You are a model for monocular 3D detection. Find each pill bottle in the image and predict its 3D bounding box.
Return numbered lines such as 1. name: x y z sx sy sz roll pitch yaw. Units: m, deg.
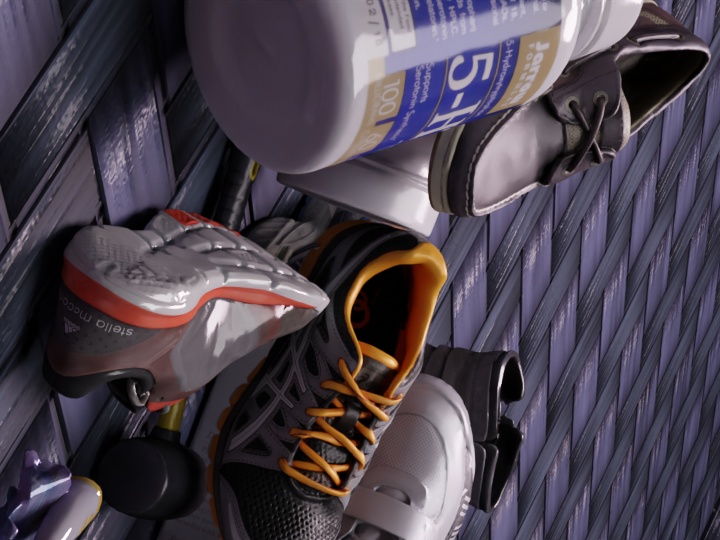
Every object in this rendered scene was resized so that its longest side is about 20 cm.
1. pill bottle: 0.030 -0.125 1.390 0.112 0.112 0.200 21 88 -74
2. pill bottle: 0.031 -0.124 1.253 0.200 0.120 0.120 -19 133 -36

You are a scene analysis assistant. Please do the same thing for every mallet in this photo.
1. mallet: -0.085 0.028 1.348 0.066 0.041 0.200 -3 107 -71

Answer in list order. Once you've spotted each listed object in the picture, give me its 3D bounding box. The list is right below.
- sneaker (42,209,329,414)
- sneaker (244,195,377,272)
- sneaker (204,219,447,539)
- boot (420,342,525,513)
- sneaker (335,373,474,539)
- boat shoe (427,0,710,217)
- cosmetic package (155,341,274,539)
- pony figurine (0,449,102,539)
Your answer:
1. sneaker: -0.089 0.024 1.270 0.200 0.077 0.082 1 119 -61
2. sneaker: 0.000 0.000 1.494 0.200 0.085 0.077 -43 149 -60
3. sneaker: -0.015 0.064 1.353 0.077 0.078 0.200 -6 -117 60
4. boot: 0.024 0.121 1.635 0.070 0.131 0.200 -51 156 -50
5. sneaker: 0.005 0.156 1.428 0.115 0.075 0.200 -53 164 -81
6. boat shoe: 0.107 -0.083 1.364 0.200 0.065 0.072 -37 141 -44
7. cosmetic package: -0.060 0.138 1.491 0.102 0.074 0.200 29 80 -74
8. pony figurine: -0.158 0.158 1.088 0.200 0.166 0.193 -73 -177 -62
